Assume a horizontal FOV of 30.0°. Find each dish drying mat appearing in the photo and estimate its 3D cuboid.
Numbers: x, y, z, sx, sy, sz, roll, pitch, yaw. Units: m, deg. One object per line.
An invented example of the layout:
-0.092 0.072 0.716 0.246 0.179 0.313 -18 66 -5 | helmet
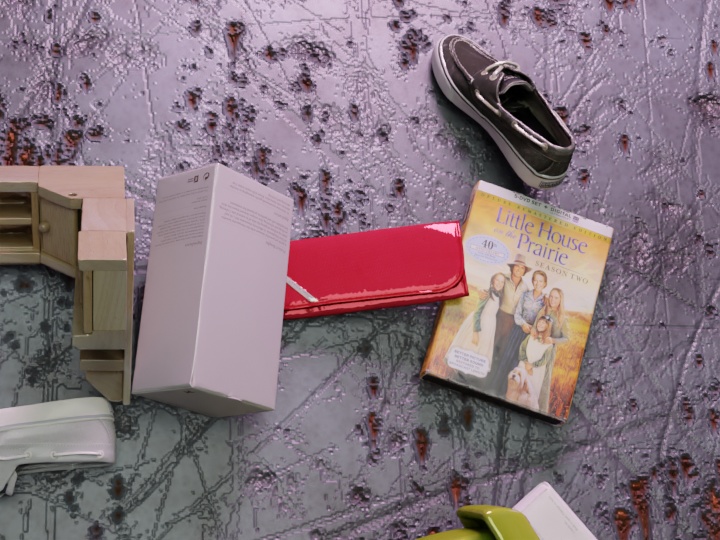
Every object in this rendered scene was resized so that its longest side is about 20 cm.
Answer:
0.000 0.000 1.259 0.197 0.018 0.078 -7 70 1 | dish drying mat

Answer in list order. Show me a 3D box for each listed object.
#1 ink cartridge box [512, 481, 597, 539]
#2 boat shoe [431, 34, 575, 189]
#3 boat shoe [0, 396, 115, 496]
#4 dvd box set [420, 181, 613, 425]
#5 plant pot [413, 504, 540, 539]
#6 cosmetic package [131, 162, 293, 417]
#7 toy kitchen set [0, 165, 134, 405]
0.148 0.319 1.214 0.200 0.050 0.161 -41 85 -1 | ink cartridge box
0.144 -0.172 1.318 0.070 0.064 0.201 -25 63 -28 | boat shoe
-0.308 0.160 1.153 0.197 0.072 0.069 -8 75 -23 | boat shoe
0.152 0.030 1.289 0.145 0.029 0.202 20 72 -5 | dvd box set
0.086 0.303 1.100 0.180 0.199 0.201 -31 83 -8 | plant pot
-0.129 0.020 1.194 0.107 0.084 0.203 26 64 -46 | cosmetic package
-0.285 0.023 1.152 0.178 0.200 0.165 0 115 -11 | toy kitchen set
